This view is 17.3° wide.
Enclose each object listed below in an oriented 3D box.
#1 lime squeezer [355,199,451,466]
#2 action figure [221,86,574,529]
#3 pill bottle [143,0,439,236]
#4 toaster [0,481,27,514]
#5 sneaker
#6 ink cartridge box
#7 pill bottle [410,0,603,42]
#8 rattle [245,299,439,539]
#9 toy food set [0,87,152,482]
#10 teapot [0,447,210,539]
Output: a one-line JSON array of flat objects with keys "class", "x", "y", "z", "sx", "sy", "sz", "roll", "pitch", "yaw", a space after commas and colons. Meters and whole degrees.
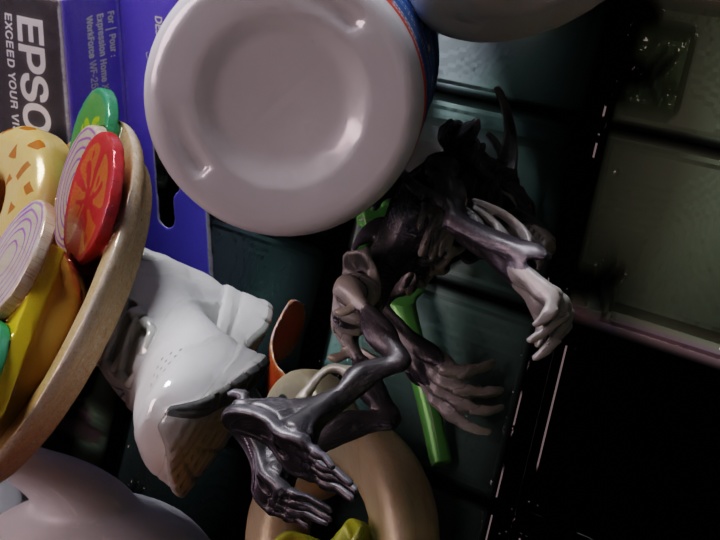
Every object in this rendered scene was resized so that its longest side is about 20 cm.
[{"class": "lime squeezer", "x": 0.000, "y": 0.000, "z": 1.078, "sx": 0.071, "sy": 0.038, "sz": 0.200, "roll": -61, "pitch": 39, "yaw": 24}, {"class": "action figure", "x": 0.030, "y": 0.019, "z": 0.976, "sx": 0.200, "sy": 0.102, "sz": 0.119, "roll": -51, "pitch": -9, "yaw": -26}, {"class": "pill bottle", "x": -0.023, "y": -0.087, "z": 1.006, "sx": 0.200, "sy": 0.112, "sz": 0.113, "roll": -72, "pitch": 3, "yaw": -76}, {"class": "toaster", "x": -0.250, "y": 0.127, "z": 1.319, "sx": 0.129, "sy": 0.113, "sz": 0.201, "roll": -3, "pitch": 82, "yaw": 62}, {"class": "sneaker", "x": -0.091, "y": 0.040, "z": 1.064, "sx": 0.075, "sy": 0.087, "sz": 0.200, "roll": -56, "pitch": 9, "yaw": 7}, {"class": "ink cartridge box", "x": -0.164, "y": -0.055, "z": 1.200, "sx": 0.199, "sy": 0.043, "sz": 0.199, "roll": 14, "pitch": 118, "yaw": 32}, {"class": "pill bottle", "x": 0.041, "y": -0.204, "z": 0.991, "sx": 0.111, "sy": 0.110, "sz": 0.201, "roll": -45, "pitch": 54, "yaw": 39}, {"class": "rattle", "x": -0.055, "y": 0.098, "z": 1.048, "sx": 0.130, "sy": 0.142, "sz": 0.201, "roll": 115, "pitch": 141, "yaw": -51}, {"class": "toy food set", "x": -0.157, "y": 0.010, "z": 1.080, "sx": 0.198, "sy": 0.049, "sz": 0.201, "roll": -22, "pitch": 44, "yaw": 56}, {"class": "teapot", "x": -0.162, "y": 0.199, "z": 1.160, "sx": 0.197, "sy": 0.146, "sz": 0.201, "roll": -45, "pitch": 48, "yaw": 39}]
